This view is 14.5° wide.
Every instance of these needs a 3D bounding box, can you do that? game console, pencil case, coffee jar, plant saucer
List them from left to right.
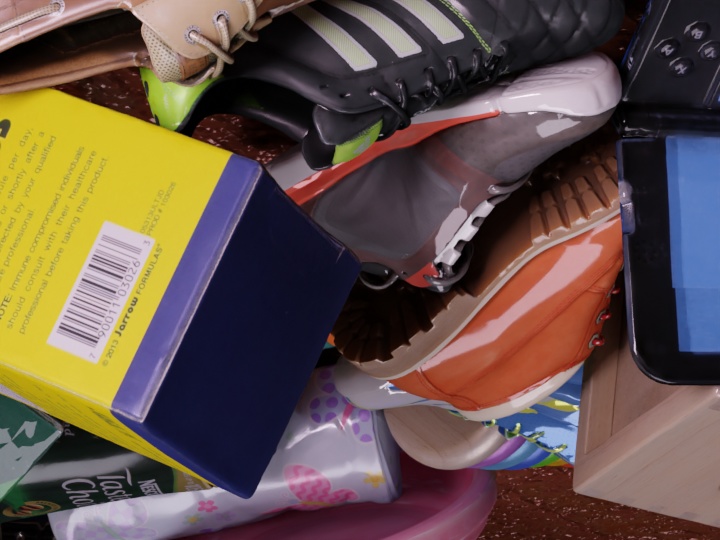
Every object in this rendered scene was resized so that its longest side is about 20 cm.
[{"bbox_3d":[-0.144,0.077,1.448,0.199,0.086,0.104,-10,158,4],"label":"coffee jar"},{"bbox_3d":[-0.075,0.102,1.534,0.199,0.083,0.091,-12,155,8],"label":"pencil case"},{"bbox_3d":[-0.019,0.150,1.569,0.200,0.051,0.201,-13,-165,3],"label":"plant saucer"},{"bbox_3d":[0.214,-0.050,1.174,0.199,0.119,0.171,0,138,-20],"label":"game console"}]

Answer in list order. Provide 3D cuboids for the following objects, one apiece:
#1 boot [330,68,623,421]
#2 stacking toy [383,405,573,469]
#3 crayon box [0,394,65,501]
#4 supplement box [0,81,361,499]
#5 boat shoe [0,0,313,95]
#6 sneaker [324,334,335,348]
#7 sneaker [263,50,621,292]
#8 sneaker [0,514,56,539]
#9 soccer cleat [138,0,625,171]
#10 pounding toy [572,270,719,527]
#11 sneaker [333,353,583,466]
[{"bbox_3d":[0.091,-0.009,1.278,0.200,0.075,0.107,-38,134,16],"label":"boot"},{"bbox_3d":[0.099,0.077,1.546,0.085,0.086,0.200,-22,158,30],"label":"stacking toy"},{"bbox_3d":[-0.211,0.096,1.330,0.051,0.127,0.200,38,111,-17],"label":"crayon box"},{"bbox_3d":[-0.121,-0.005,1.118,0.199,0.110,0.109,20,169,26],"label":"supplement box"},{"bbox_3d":[-0.069,-0.103,1.065,0.199,0.074,0.076,-10,157,4],"label":"boat shoe"},{"bbox_3d":[0.000,0.000,1.354,0.199,0.072,0.080,-8,178,-15],"label":"sneaker"},{"bbox_3d":[0.039,-0.036,1.221,0.200,0.082,0.077,-18,-171,40],"label":"sneaker"},{"bbox_3d":[-0.233,0.160,1.626,0.199,0.079,0.089,-3,154,-11],"label":"sneaker"},{"bbox_3d":[0.010,-0.082,1.131,0.199,0.081,0.068,-4,157,-9],"label":"soccer cleat"},{"bbox_3d":[0.191,0.018,1.320,0.142,0.185,0.200,14,156,-14],"label":"pounding toy"},{"bbox_3d":[0.087,0.062,1.410,0.199,0.105,0.076,-15,-170,-18],"label":"sneaker"}]
